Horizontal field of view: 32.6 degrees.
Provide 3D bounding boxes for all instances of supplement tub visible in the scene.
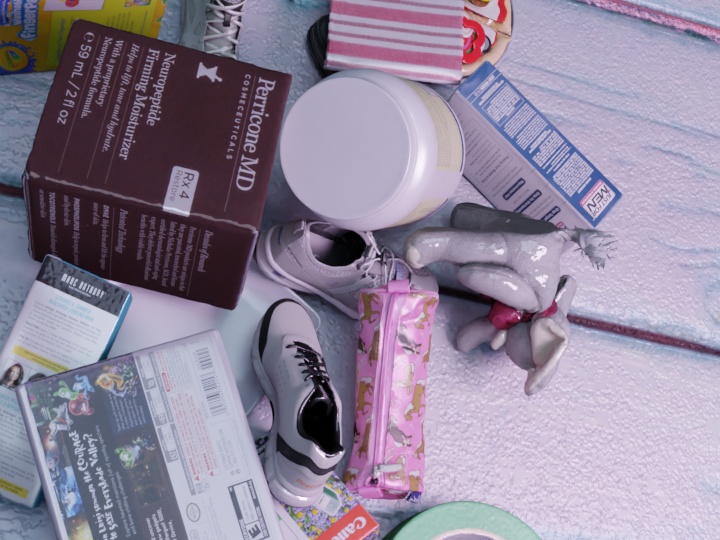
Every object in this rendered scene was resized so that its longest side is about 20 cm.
[{"bbox_3d":[0.013,-0.112,1.161,0.143,0.200,0.147,1,94,16],"label":"supplement tub"}]

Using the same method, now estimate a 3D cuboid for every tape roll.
[{"bbox_3d":[0.096,0.319,1.145,0.197,0.048,0.203,6,70,-17],"label":"tape roll"}]

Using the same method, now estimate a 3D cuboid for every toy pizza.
[{"bbox_3d":[0.086,-0.302,1.367,0.197,0.032,0.203,6,70,-16],"label":"toy pizza"}]

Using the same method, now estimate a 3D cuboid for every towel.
[{"bbox_3d":[0.037,-0.278,1.298,0.144,0.030,0.202,6,59,-5],"label":"towel"}]

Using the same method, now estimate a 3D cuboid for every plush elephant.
[{"bbox_3d":[0.152,0.029,1.221,0.197,0.165,0.157,6,107,17],"label":"plush elephant"}]

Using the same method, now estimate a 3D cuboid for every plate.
[{"bbox_3d":[-0.167,0.056,1.158,0.199,0.032,0.200,40,63,-1],"label":"plate"}]

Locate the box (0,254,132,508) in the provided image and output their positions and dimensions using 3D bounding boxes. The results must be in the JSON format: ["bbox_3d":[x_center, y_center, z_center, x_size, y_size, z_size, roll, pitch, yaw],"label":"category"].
[{"bbox_3d":[-0.276,0.096,1.071,0.081,0.049,0.202,24,79,-4],"label":"box"}]

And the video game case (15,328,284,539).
[{"bbox_3d":[-0.175,0.168,1.037,0.180,0.023,0.203,-15,80,-23],"label":"video game case"}]

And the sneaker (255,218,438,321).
[{"bbox_3d":[0.000,0.000,1.193,0.198,0.082,0.076,14,66,-31],"label":"sneaker"}]

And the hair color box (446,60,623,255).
[{"bbox_3d":[0.167,-0.112,1.289,0.200,0.100,0.061,46,63,1],"label":"hair color box"}]

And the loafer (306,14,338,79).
[{"bbox_3d":[0.021,-0.193,1.290,0.072,0.063,0.201,-34,85,-26],"label":"loafer"}]

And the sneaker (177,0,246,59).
[{"bbox_3d":[-0.147,-0.237,1.221,0.075,0.115,0.204,4,70,-17],"label":"sneaker"}]

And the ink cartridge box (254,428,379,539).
[{"bbox_3d":[-0.045,0.241,1.092,0.108,0.051,0.200,-34,65,-23],"label":"ink cartridge box"}]

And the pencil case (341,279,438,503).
[{"bbox_3d":[0.028,0.111,1.150,0.082,0.086,0.203,10,82,-31],"label":"pencil case"}]

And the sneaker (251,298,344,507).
[{"bbox_3d":[-0.047,0.105,1.100,0.073,0.080,0.202,10,50,-28],"label":"sneaker"}]

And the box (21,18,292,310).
[{"bbox_3d":[-0.180,-0.090,1.098,0.197,0.165,0.168,13,63,-6],"label":"box"}]

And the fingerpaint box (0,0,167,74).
[{"bbox_3d":[-0.267,-0.267,1.145,0.165,0.200,0.074,-9,73,-20],"label":"fingerpaint box"}]
